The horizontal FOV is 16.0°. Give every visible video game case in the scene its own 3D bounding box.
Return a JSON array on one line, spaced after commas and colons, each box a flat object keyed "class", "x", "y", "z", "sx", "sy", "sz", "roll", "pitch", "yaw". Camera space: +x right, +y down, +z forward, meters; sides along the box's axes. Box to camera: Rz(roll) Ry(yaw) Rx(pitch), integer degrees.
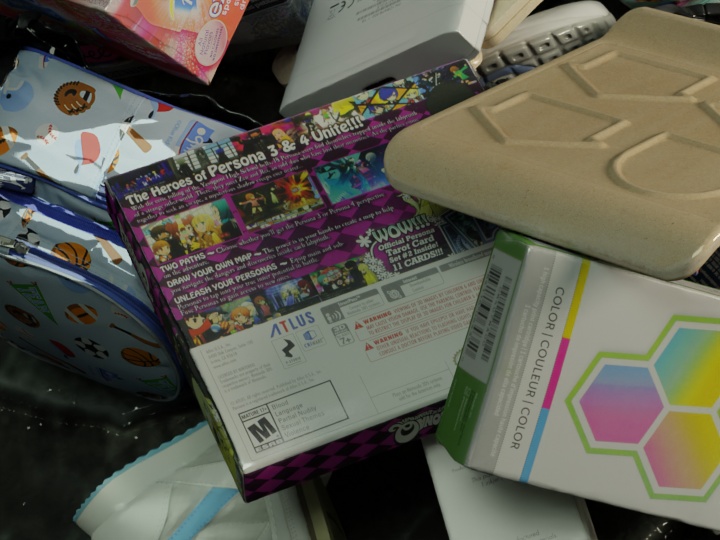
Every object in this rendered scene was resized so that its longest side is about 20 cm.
[{"class": "video game case", "x": 0.000, "y": 0.000, "z": 1.237, "sx": 0.199, "sy": 0.036, "sz": 0.182, "roll": -20, "pitch": 59, "yaw": -15}]

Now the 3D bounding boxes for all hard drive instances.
[{"class": "hard drive", "x": 0.030, "y": -0.176, "z": 1.387, "sx": 0.132, "sy": 0.027, "sz": 0.201, "roll": -21, "pitch": 42, "yaw": 41}]

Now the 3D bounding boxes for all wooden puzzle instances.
[{"class": "wooden puzzle", "x": 0.140, "y": -0.055, "z": 1.212, "sx": 0.185, "sy": 0.047, "sz": 0.200, "roll": 19, "pitch": 37, "yaw": 38}]

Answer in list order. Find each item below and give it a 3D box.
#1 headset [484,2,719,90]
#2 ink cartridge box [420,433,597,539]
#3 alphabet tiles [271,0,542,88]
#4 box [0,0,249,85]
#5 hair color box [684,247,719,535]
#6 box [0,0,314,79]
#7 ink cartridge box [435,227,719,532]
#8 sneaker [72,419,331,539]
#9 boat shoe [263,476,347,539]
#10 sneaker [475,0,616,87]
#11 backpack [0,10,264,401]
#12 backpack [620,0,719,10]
[{"class": "headset", "x": 0.162, "y": -0.089, "z": 1.362, "sx": 0.199, "sy": 0.094, "sz": 0.124, "roll": -10, "pitch": 59, "yaw": -2}, {"class": "ink cartridge box", "x": 0.066, "y": 0.082, "z": 1.282, "sx": 0.067, "sy": 0.117, "sz": 0.201, "roll": -19, "pitch": 57, "yaw": 5}, {"class": "alphabet tiles", "x": 0.035, "y": -0.156, "z": 1.399, "sx": 0.196, "sy": 0.015, "sz": 0.200, "roll": -46, "pitch": 30, "yaw": 8}, {"class": "box", "x": -0.152, "y": -0.182, "z": 1.341, "sx": 0.199, "sy": 0.095, "sz": 0.103, "roll": 22, "pitch": 83, "yaw": 37}, {"class": "hair color box", "x": 0.213, "y": 0.024, "z": 1.253, "sx": 0.200, "sy": 0.100, "sz": 0.061, "roll": -42, "pitch": 31, "yaw": 5}, {"class": "box", "x": -0.121, "y": -0.196, "z": 1.463, "sx": 0.199, "sy": 0.115, "sz": 0.133, "roll": -8, "pitch": 58, "yaw": 31}, {"class": "ink cartridge box", "x": 0.145, "y": 0.058, "z": 1.174, "sx": 0.199, "sy": 0.059, "sz": 0.104, "roll": 15, "pitch": 95, "yaw": -14}, {"class": "sneaker", "x": -0.047, "y": 0.105, "z": 1.337, "sx": 0.199, "sy": 0.077, "sz": 0.081, "roll": -33, "pitch": 81, "yaw": -8}, {"class": "boat shoe", "x": -0.027, "y": 0.193, "z": 1.258, "sx": 0.068, "sy": 0.075, "sz": 0.201, "roll": -16, "pitch": 72, "yaw": 7}, {"class": "sneaker", "x": 0.045, "y": -0.114, "z": 1.425, "sx": 0.199, "sy": 0.075, "sz": 0.087, "roll": -19, "pitch": 54, "yaw": 5}, {"class": "backpack", "x": -0.117, "y": -0.022, "z": 1.360, "sx": 0.189, "sy": 0.200, "sz": 0.155, "roll": 12, "pitch": 71, "yaw": 14}, {"class": "backpack", "x": 0.175, "y": -0.245, "z": 1.422, "sx": 0.166, "sy": 0.126, "sz": 0.201, "roll": -12, "pitch": 55, "yaw": 34}]
